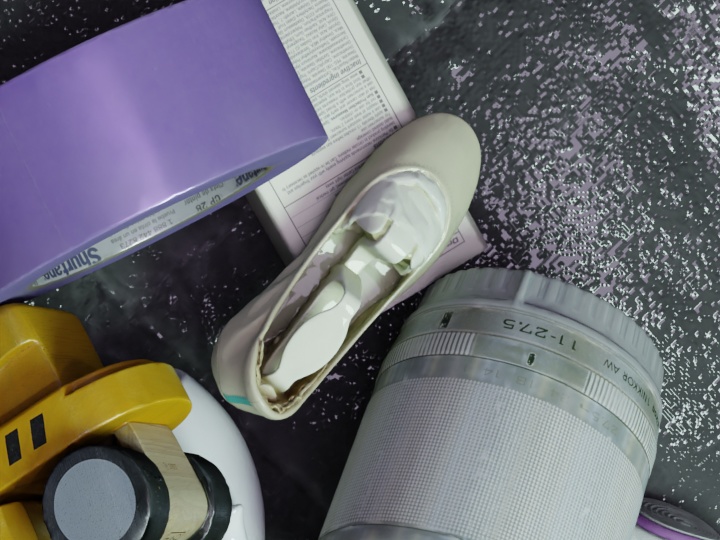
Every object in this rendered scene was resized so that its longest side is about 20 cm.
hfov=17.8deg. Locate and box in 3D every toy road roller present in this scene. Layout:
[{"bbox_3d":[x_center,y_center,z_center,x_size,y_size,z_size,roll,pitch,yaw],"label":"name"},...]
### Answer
[{"bbox_3d":[-0.174,0.107,1.158,0.199,0.123,0.147,-32,76,12],"label":"toy road roller"}]

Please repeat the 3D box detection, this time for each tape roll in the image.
[{"bbox_3d":[-0.122,-0.058,1.142,0.199,0.200,0.085,-26,89,-9],"label":"tape roll"}]

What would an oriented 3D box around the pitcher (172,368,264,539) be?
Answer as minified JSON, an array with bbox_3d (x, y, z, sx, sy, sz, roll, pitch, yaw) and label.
[{"bbox_3d":[-0.088,0.160,1.257,0.121,0.171,0.201,-29,107,-42],"label":"pitcher"}]

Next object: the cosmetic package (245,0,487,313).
[{"bbox_3d":[-0.024,-0.076,1.286,0.103,0.073,0.201,-30,104,-7],"label":"cosmetic package"}]

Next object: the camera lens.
[{"bbox_3d":[0.070,0.121,1.238,0.159,0.160,0.201,30,60,-16],"label":"camera lens"}]

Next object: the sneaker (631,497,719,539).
[{"bbox_3d":[0.141,0.184,1.371,0.198,0.075,0.100,11,102,-6],"label":"sneaker"}]

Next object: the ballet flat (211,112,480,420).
[{"bbox_3d":[0.000,0.000,1.232,0.069,0.069,0.200,40,88,-15],"label":"ballet flat"}]
